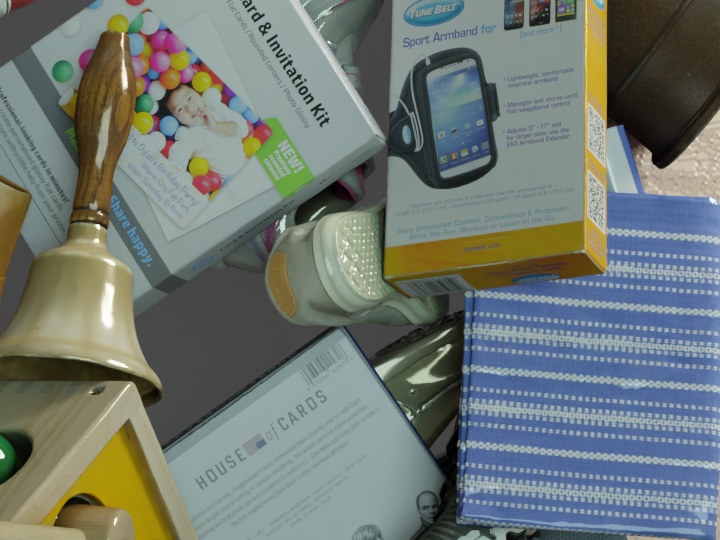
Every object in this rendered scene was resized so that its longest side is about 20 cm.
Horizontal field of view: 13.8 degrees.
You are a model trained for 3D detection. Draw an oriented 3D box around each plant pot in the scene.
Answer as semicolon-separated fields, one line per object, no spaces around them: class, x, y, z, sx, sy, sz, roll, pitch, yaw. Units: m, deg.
plant pot;0.150;-0.196;1.734;0.198;0.200;0.201;33;75;-2

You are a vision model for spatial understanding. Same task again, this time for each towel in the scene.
towel;0.126;0.048;1.624;0.144;0.024;0.201;4;70;0

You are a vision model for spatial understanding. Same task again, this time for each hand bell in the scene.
hand bell;-0.147;-0.034;1.606;0.104;0.104;0.201;10;72;-15

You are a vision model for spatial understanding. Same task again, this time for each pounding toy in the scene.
pounding toy;-0.164;0.153;1.506;0.184;0.142;0.201;-52;131;-45

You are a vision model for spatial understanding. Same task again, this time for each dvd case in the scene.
dvd case;-0.016;0.153;1.665;0.150;0.025;0.200;-35;96;-6

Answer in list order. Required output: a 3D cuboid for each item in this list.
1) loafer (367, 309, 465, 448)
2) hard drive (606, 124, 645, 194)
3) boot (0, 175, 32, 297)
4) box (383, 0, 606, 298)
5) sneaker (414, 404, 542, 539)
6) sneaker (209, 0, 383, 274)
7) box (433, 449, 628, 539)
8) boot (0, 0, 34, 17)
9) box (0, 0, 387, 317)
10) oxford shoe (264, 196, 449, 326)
loafer;0.027;0.076;1.720;0.199;0.076;0.068;-25;93;-9
hard drive;0.145;0.025;1.726;0.025;0.132;0.201;-17;89;-24
boot;-0.215;0.021;1.633;0.201;0.071;0.144;34;96;-3
box;0.075;-0.089;1.635;0.119;0.041;0.201;-7;65;24
sneaker;0.075;0.108;1.646;0.200;0.067;0.091;-41;76;-16
sneaker;-0.026;-0.079;1.703;0.088;0.081;0.201;23;84;17
box;0.087;0.198;1.731;0.157;0.051;0.201;-23;91;-16
boot;-0.200;-0.259;1.691;0.144;0.072;0.201;-29;100;-18
box;-0.109;-0.081;1.654;0.200;0.041;0.156;-33;80;6
oxford shoe;0.000;0.000;1.664;0.058;0.200;0.075;-20;83;20
